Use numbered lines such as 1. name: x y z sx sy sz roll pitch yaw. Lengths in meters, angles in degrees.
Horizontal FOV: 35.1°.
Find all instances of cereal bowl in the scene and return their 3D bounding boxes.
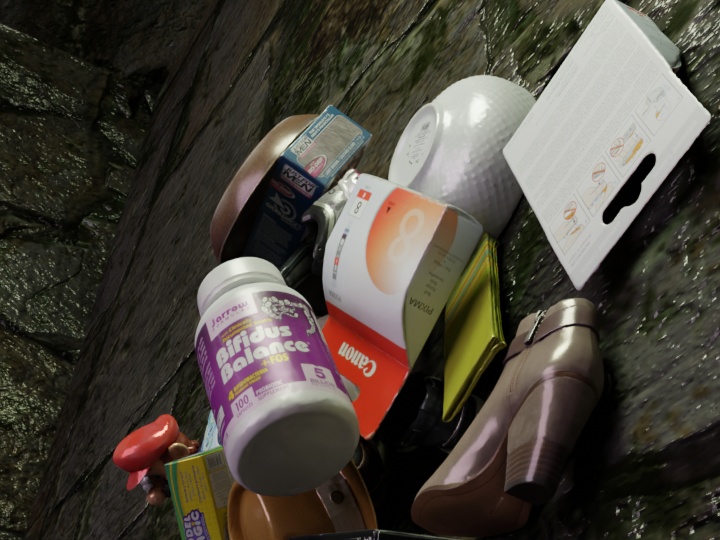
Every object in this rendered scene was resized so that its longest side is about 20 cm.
1. cereal bowl: 0.084 -0.101 1.099 0.201 0.083 0.201 -54 23 36

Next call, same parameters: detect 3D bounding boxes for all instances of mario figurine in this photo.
1. mario figurine: -0.180 0.239 1.249 0.124 0.198 0.107 -55 22 31

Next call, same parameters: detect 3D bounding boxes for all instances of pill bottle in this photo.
1. pill bottle: -0.080 0.082 0.970 0.113 0.111 0.201 -57 37 26

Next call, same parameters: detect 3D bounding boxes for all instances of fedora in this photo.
1. fedora: -0.061 0.230 0.998 0.200 0.081 0.203 21 117 50

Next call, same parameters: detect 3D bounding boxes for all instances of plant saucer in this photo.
1. plant saucer: -0.106 -0.095 1.250 0.201 0.034 0.200 -54 -4 -6

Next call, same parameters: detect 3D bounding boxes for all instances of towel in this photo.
1. towel: 0.094 0.043 0.952 0.200 0.018 0.087 -79 15 -65

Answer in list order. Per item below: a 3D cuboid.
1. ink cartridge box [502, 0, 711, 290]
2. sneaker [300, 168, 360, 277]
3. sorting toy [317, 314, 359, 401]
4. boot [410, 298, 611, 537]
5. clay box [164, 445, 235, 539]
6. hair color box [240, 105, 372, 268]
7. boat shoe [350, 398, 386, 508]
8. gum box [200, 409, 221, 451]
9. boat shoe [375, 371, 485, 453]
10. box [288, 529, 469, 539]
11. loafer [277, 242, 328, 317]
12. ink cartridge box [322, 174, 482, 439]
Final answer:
1. ink cartridge box: 0.195 -0.098 0.875 0.163 0.050 0.201 -57 30 27
2. sneaker: 0.000 0.000 1.119 0.087 0.074 0.201 -28 64 7
3. sorting toy: -0.049 0.133 1.185 0.180 0.106 0.202 -37 50 32
4. boot: 0.112 0.108 0.839 0.200 0.070 0.147 -36 31 55
5. clay box: -0.118 0.267 1.070 0.047 0.115 0.202 -15 85 19
6. hair color box: -0.063 -0.076 1.251 0.100 0.060 0.201 -51 -7 -38
7. boat shoe: -0.036 0.136 1.081 0.070 0.071 0.200 -34 48 -9
8. gum box: -0.141 0.162 1.465 0.200 0.044 0.172 -39 34 52
9. boat shoe: 0.038 0.122 1.000 0.075 0.066 0.199 -68 20 -5
10. box: 0.006 0.296 0.823 0.164 0.085 0.202 -30 52 60
11. loafer: -0.048 0.016 1.225 0.073 0.072 0.200 -44 -6 18
12. ink cartridge box: 0.005 0.024 0.989 0.201 0.050 0.162 -60 30 -1
